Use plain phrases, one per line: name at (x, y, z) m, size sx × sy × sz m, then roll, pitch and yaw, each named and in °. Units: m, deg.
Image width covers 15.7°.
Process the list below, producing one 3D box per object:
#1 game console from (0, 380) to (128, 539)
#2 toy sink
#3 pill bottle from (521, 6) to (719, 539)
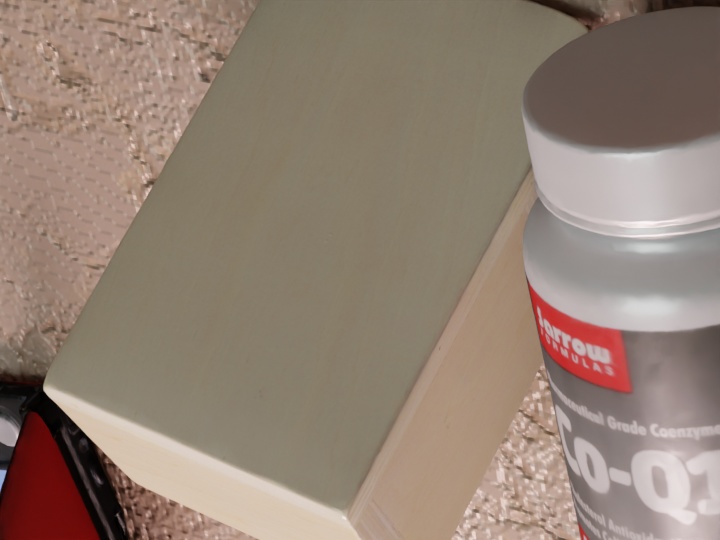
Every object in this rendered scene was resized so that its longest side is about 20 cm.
game console at (-0.161, 0.164, 1.241) m, size 0.172 × 0.119 × 0.200 m, roll 2°, pitch 123°, yaw 38°
toy sink at (0.000, 0.000, 0.963) m, size 0.130 × 0.200 × 0.112 m, roll 20°, pitch 163°, yaw 24°
pill bottle at (0.118, 0.020, 0.897) m, size 0.114 × 0.114 × 0.200 m, roll 9°, pitch 128°, yaw 34°
